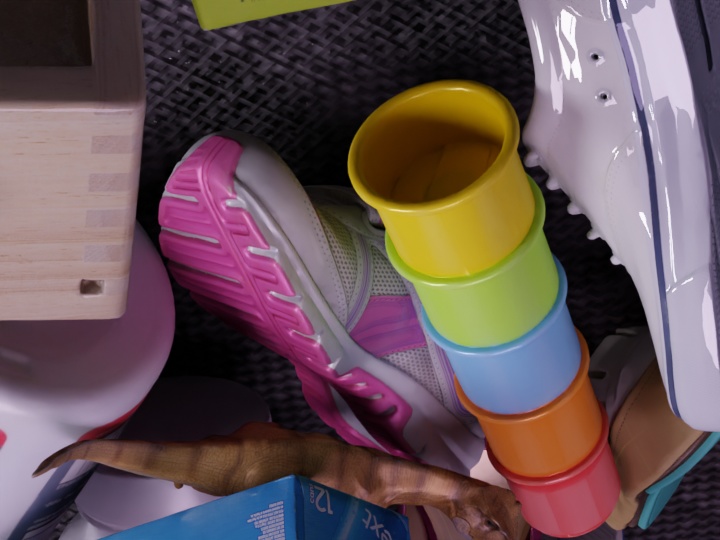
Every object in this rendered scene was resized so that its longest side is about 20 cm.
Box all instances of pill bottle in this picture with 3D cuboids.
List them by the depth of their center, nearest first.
[{"bbox_3d":[-0.159,0.057,1.106,0.119,0.120,0.200,12,139,-24],"label":"pill bottle"},{"bbox_3d":[-0.064,0.150,1.205,0.112,0.112,0.201,-6,116,-2],"label":"pill bottle"}]

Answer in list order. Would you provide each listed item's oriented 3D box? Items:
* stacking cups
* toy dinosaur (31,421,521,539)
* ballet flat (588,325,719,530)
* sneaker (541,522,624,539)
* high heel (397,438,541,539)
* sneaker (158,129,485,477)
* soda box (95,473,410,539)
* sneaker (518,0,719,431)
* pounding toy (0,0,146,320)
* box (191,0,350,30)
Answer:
[{"bbox_3d":[0.055,0.023,1.053,0.060,0.061,0.200,-16,134,11],"label":"stacking cups"},{"bbox_3d":[-0.040,0.072,1.075,0.199,0.061,0.106,7,157,-23],"label":"toy dinosaur"},{"bbox_3d":[0.106,0.056,1.157,0.063,0.069,0.200,37,161,6],"label":"ballet flat"},{"bbox_3d":[0.045,0.176,1.327,0.199,0.081,0.115,-22,138,16],"label":"sneaker"},{"bbox_3d":[0.044,0.121,1.190,0.067,0.096,0.201,0,112,2],"label":"high heel"},{"bbox_3d":[0.000,0.000,1.093,0.088,0.081,0.200,-55,140,-12],"label":"sneaker"},{"bbox_3d":[-0.078,0.133,1.052,0.199,0.064,0.068,-20,152,33],"label":"soda box"},{"bbox_3d":[0.095,-0.040,1.024,0.071,0.073,0.201,-2,110,29],"label":"sneaker"},{"bbox_3d":[-0.163,-0.046,0.904,0.183,0.201,0.142,0,143,-9],"label":"pounding toy"},{"bbox_3d":[-0.012,-0.163,0.904,0.121,0.048,0.200,-11,142,3],"label":"box"}]
